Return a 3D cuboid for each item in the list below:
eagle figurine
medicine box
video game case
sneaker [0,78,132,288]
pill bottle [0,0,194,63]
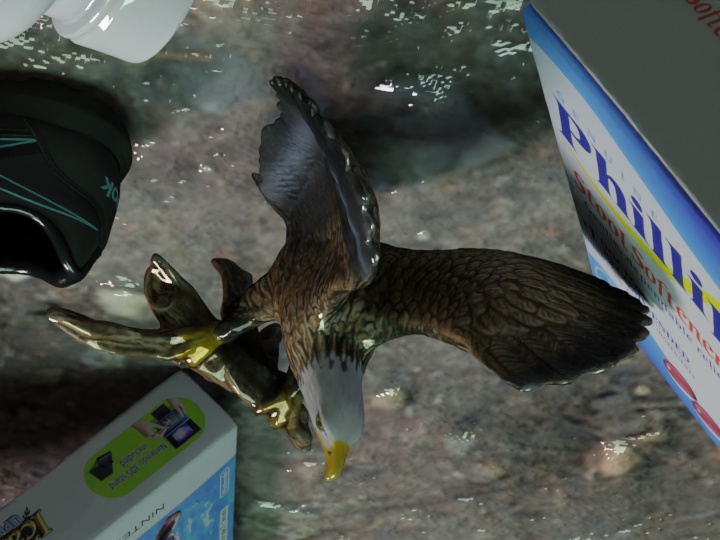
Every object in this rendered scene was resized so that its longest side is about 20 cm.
[{"bbox_3d":[0.002,0.007,1.079,0.151,0.152,0.200,-16,167,-43],"label":"eagle figurine"},{"bbox_3d":[0.160,-0.010,1.028,0.103,0.182,0.200,-31,144,-6],"label":"medicine box"},{"bbox_3d":[-0.139,0.163,1.349,0.045,0.181,0.200,42,154,22],"label":"video game case"},{"bbox_3d":[-0.192,-0.042,1.117,0.199,0.080,0.076,7,146,-5],"label":"sneaker"},{"bbox_3d":[-0.149,-0.142,0.934,0.199,0.112,0.111,20,143,-24],"label":"pill bottle"}]
